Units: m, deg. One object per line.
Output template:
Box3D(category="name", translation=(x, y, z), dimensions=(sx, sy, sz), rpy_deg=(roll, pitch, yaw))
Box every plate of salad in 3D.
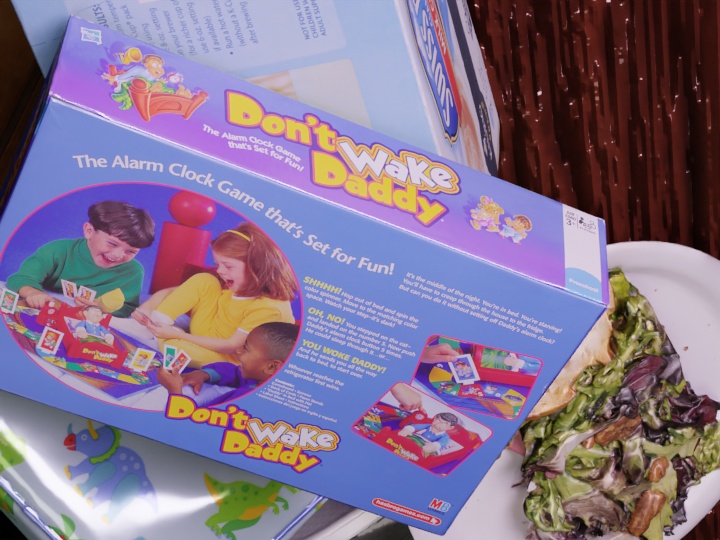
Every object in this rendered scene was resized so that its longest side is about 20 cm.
Box3D(category="plate of salad", translation=(0.113, 0.080, 0.926), dimensions=(0.198, 0.048, 0.202), rpy_deg=(-12, 123, -19))

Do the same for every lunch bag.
Box3D(category="lunch bag", translation=(-0.103, 0.050, 0.883), dimensions=(0.200, 0.161, 0.082), rpy_deg=(49, 165, -10))

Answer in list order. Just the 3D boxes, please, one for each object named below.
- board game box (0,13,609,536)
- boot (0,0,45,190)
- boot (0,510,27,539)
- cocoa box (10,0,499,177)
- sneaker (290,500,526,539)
Box3D(category="board game box", translation=(-0.031, 0.008, 0.687), dimensions=(0.198, 0.045, 0.135), rpy_deg=(20, 130, -14))
Box3D(category="boot", translation=(-0.177, -0.032, 0.730), dimensions=(0.188, 0.068, 0.201), rpy_deg=(27, 95, -51))
Box3D(category="boot", translation=(-0.183, 0.156, 0.963), dimensions=(0.076, 0.168, 0.200), rpy_deg=(-47, 147, -3))
Box3D(category="cocoa box", translation=(-0.032, -0.079, 0.728), dimensions=(0.132, 0.132, 0.201), rpy_deg=(-9, 130, 12))
Box3D(category="sneaker", translation=(0.029, 0.136, 1.015), dimensions=(0.199, 0.071, 0.099), rpy_deg=(-29, 117, 24))
